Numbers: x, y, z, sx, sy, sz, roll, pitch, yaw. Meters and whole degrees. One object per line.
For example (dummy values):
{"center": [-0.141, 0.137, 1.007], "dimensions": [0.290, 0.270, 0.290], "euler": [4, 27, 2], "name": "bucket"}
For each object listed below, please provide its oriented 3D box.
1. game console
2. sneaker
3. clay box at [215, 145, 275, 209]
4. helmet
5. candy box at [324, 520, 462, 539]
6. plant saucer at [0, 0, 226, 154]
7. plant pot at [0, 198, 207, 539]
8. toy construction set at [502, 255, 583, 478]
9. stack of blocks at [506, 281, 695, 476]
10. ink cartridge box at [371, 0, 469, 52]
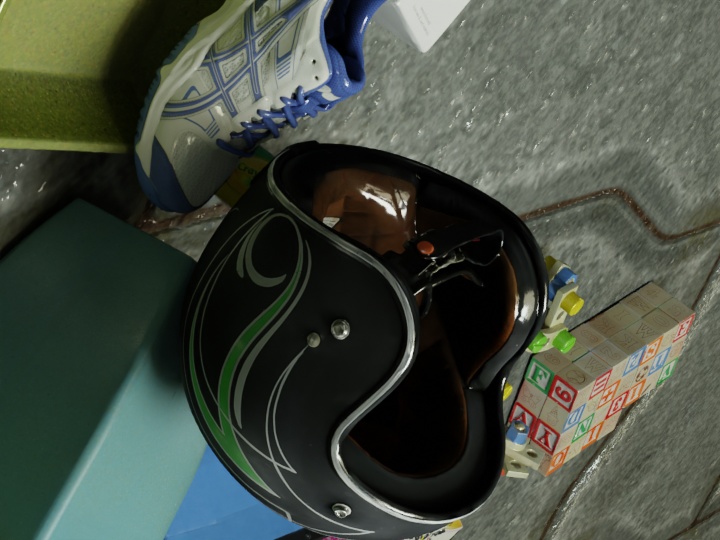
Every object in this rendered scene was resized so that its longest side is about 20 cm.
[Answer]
{"center": [-0.080, 0.103, 1.377], "dimensions": [0.200, 0.116, 0.176], "euler": [-15, 136, -53], "name": "game console"}
{"center": [-0.047, -0.106, 1.089], "dimensions": [0.200, 0.088, 0.075], "euler": [-59, 156, 15], "name": "sneaker"}
{"center": [0.000, 0.000, 1.281], "dimensions": [0.048, 0.200, 0.115], "euler": [-52, 155, -2], "name": "clay box"}
{"center": [-0.004, 0.047, 1.110], "dimensions": [0.200, 0.200, 0.191], "euler": [-17, 133, -51], "name": "helmet"}
{"center": [-0.005, 0.256, 1.760], "dimensions": [0.200, 0.061, 0.136], "euler": [-47, 153, -13], "name": "candy box"}
{"center": [-0.126, -0.158, 1.047], "dimensions": [0.200, 0.048, 0.200], "euler": [-2, 124, -58], "name": "plant saucer"}
{"center": [-0.167, 0.072, 1.178], "dimensions": [0.200, 0.141, 0.141], "euler": [-60, 156, -8], "name": "plant pot"}
{"center": [0.120, 0.090, 1.737], "dimensions": [0.131, 0.092, 0.200], "euler": [-20, 129, -49], "name": "toy construction set"}
{"center": [0.233, 0.104, 1.964], "dimensions": [0.200, 0.059, 0.115], "euler": [-28, 145, -41], "name": "stack of blocks"}
{"center": [0.051, -0.240, 1.159], "dimensions": [0.200, 0.115, 0.068], "euler": [-50, 155, -6], "name": "ink cartridge box"}
